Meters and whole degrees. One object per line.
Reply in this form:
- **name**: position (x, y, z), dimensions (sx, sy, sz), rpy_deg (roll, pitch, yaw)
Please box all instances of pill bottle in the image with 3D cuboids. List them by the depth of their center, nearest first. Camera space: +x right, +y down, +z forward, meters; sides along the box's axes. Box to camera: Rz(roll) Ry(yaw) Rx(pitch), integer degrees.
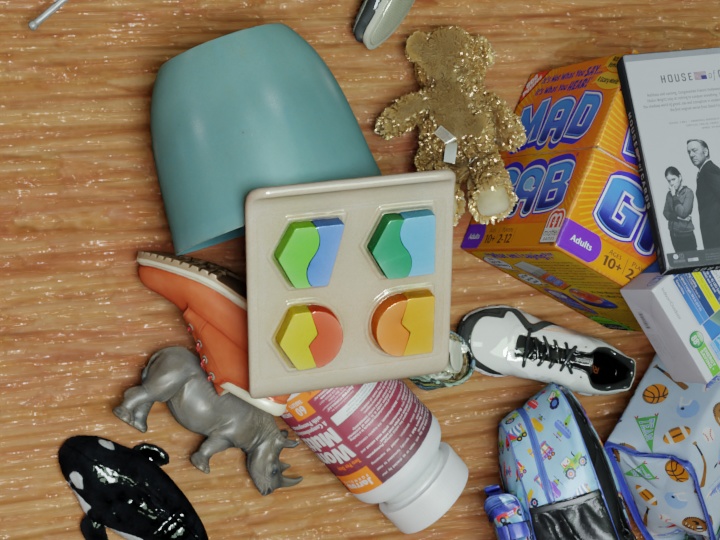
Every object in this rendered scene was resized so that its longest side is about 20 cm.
- **pill bottle**: position (0.007, 0.148, 1.405), dimensions (0.110, 0.109, 0.200), rpy_deg (-46, 106, -15)

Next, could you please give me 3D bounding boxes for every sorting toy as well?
- **sorting toy**: position (-0.006, 0.016, 1.254), dimensions (0.182, 0.037, 0.203), rpy_deg (-7, 118, -17)

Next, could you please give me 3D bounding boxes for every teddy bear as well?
- **teddy bear**: position (0.091, -0.134, 1.441), dimensions (0.143, 0.067, 0.202), rpy_deg (-24, 75, -3)

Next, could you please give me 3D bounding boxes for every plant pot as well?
- **plant pot**: position (-0.098, -0.123, 1.322), dimensions (0.198, 0.200, 0.163), rpy_deg (-20, 90, -21)

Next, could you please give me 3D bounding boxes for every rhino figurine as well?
- **rhino figurine**: position (-0.130, 0.145, 1.376), dimensions (0.199, 0.060, 0.088), rpy_deg (36, 80, -20)

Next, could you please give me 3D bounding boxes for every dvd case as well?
- **dvd case**: position (0.318, -0.102, 1.321), dimensions (0.148, 0.025, 0.203), rpy_deg (-6, 74, -11)

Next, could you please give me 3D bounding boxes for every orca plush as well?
- **orca plush**: position (-0.193, 0.229, 1.344), dimensions (0.105, 0.071, 0.202), rpy_deg (-33, 102, -19)

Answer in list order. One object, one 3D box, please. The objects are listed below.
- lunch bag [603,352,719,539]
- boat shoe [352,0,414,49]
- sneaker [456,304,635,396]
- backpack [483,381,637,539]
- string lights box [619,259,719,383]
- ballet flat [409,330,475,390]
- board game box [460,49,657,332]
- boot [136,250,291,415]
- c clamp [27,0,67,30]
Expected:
- **lunch bag**: position (0.353, 0.195, 1.523), dimensions (0.170, 0.123, 0.201), rpy_deg (-50, 134, -30)
- **boat shoe**: position (0.035, -0.313, 1.448), dimensions (0.067, 0.072, 0.202), rpy_deg (23, 88, 16)
- **sneaker**: position (0.191, 0.081, 1.496), dimensions (0.197, 0.080, 0.075), rpy_deg (12, 86, -20)
- **backpack**: position (0.186, 0.219, 1.447), dimensions (0.133, 0.183, 0.203), rpy_deg (-20, 80, 2)
- **string lights box**: position (0.344, 0.001, 1.353), dimensions (0.199, 0.059, 0.103), rpy_deg (-38, 102, -18)
- **ballet flat**: position (0.047, 0.058, 1.361), dimensions (0.199, 0.074, 0.075), rpy_deg (33, 76, -53)
- **board game box**: position (0.256, -0.070, 1.456), dimensions (0.198, 0.200, 0.202), rpy_deg (27, 81, -20)
- **boot**: position (-0.132, 0.052, 1.335), dimensions (0.198, 0.075, 0.108), rpy_deg (27, 99, 20)
- **c clamp**: position (-0.274, -0.343, 1.299), dimensions (0.170, 0.027, 0.201), rpy_deg (-36, 103, -14)
